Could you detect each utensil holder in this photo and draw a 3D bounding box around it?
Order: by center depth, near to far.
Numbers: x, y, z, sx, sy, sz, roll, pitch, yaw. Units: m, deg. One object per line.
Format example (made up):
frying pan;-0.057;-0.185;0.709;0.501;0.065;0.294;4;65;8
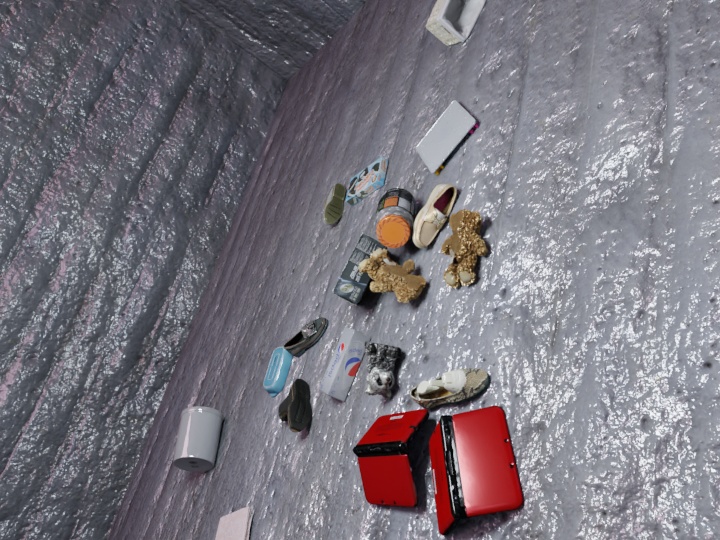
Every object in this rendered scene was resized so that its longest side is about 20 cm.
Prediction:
utensil holder;-0.640;0.665;2.089;0.170;0.169;0.201;-39;37;36

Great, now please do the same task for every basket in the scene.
basket;0.339;-0.930;1.898;0.202;0.135;0.123;-64;26;-5

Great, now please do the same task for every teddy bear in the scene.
teddy bear;0.261;-0.051;1.331;0.145;0.066;0.202;-43;38;49
teddy bear;0.087;0.017;1.466;0.145;0.198;0.067;-52;-22;-41

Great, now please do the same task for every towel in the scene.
towel;-0.404;0.859;1.661;0.200;0.032;0.192;-36;36;39

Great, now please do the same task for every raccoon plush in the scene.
raccoon plush;0.050;0.263;1.410;0.200;0.096;0.136;108;172;-83

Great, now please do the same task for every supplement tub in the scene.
supplement tub;0.103;-0.154;1.564;0.123;0.122;0.201;-45;15;28

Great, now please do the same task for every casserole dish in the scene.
casserole dish;-0.302;0.357;1.932;0.121;0.039;0.202;-19;48;52

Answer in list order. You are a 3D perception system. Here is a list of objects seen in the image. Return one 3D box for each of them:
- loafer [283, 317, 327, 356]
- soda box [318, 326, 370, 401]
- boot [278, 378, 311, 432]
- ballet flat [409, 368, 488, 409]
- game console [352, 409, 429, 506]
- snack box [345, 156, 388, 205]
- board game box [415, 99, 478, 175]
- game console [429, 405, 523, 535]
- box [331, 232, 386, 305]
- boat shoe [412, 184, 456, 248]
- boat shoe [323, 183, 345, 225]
loafer;-0.192;0.227;1.833;0.200;0.063;0.072;-46;32;27
soda box;-0.046;0.271;1.546;0.068;0.063;0.202;5;69;62
boot;-0.217;0.459;1.672;0.139;0.077;0.201;-53;15;25
ballet flat;0.183;0.256;1.160;0.199;0.075;0.068;-33;38;42
game console;0.083;0.425;1.210;0.172;0.119;0.200;-42;8;-37
snack box;0.023;-0.335;2.002;0.199;0.037;0.117;-26;44;48
board game box;0.270;-0.419;1.672;0.200;0.026;0.201;-50;30;22
game console;0.217;0.393;1.042;0.173;0.117;0.201;101;171;-46
box;0.000;0.000;1.615;0.201;0.086;0.164;-63;-3;-1
boat shoe;0.210;-0.157;1.486;0.069;0.073;0.202;2;66;66
boat shoe;-0.111;-0.255;2.130;0.068;0.074;0.201;-35;31;50
